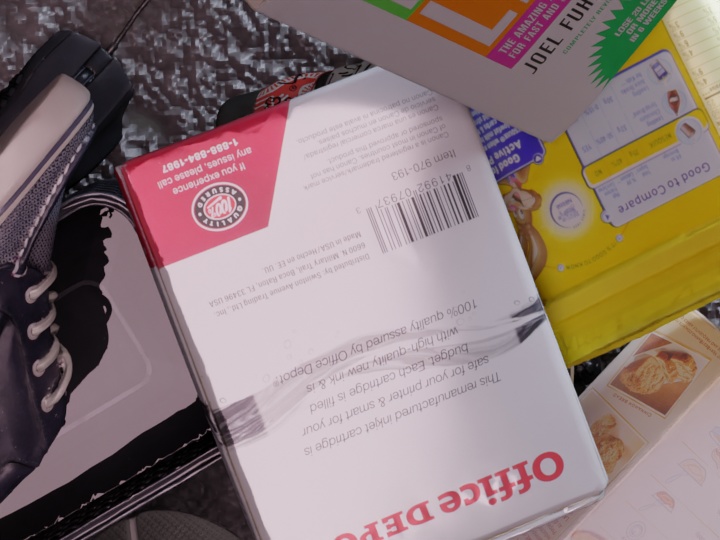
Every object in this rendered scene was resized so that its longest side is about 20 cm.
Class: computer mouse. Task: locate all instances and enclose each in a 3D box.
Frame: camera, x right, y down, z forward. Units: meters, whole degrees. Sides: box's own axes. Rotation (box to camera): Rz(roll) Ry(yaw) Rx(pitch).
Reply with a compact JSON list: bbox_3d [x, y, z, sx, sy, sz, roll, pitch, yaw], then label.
[{"bbox_3d":[-0.113,-0.108,1.060,0.059,0.034,0.200,39,93,-4],"label":"computer mouse"}]

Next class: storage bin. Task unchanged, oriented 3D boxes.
[{"bbox_3d":[-0.161,0.060,1.046,0.200,0.094,0.135,-31,96,2],"label":"storage bin"}]

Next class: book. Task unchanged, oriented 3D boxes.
[{"bbox_3d":[0.053,-0.128,0.847,0.134,0.200,0.048,-51,55,17],"label":"book"}]

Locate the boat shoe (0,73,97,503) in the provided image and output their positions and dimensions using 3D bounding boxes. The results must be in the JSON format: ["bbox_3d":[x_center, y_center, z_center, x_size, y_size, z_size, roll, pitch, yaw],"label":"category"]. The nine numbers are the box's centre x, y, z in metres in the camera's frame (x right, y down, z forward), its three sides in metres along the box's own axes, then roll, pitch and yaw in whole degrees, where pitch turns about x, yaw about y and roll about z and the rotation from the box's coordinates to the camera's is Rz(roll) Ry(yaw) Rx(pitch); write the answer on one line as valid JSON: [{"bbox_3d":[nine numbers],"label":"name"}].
[{"bbox_3d":[-0.150,0.018,0.967,0.093,0.075,0.200,34,102,-11],"label":"boat shoe"}]

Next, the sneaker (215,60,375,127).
[{"bbox_3d":[0.000,-0.001,1.015,0.108,0.067,0.202,-17,69,22],"label":"sneaker"}]

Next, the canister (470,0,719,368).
[{"bbox_3d":[0.111,-0.078,0.979,0.148,0.087,0.200,-28,83,26],"label":"canister"}]

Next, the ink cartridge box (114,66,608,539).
[{"bbox_3d":[-0.001,0.025,0.946,0.145,0.083,0.200,-21,93,-8],"label":"ink cartridge box"}]

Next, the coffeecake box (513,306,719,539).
[{"bbox_3d":[0.137,0.139,1.048,0.200,0.073,0.154,-47,119,2],"label":"coffeecake box"}]

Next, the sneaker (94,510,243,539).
[{"bbox_3d":[-0.106,0.165,1.038,0.200,0.070,0.080,-24,136,39],"label":"sneaker"}]

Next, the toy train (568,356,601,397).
[{"bbox_3d":[0.089,0.054,1.070,0.046,0.034,0.200,-4,103,-32],"label":"toy train"}]
